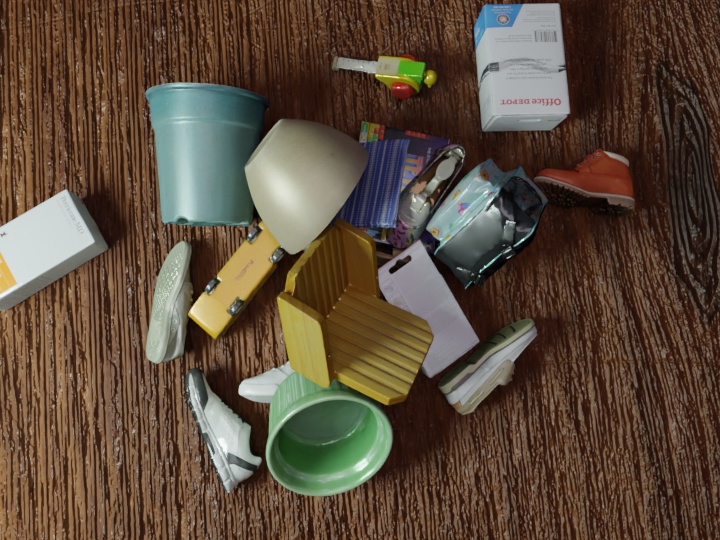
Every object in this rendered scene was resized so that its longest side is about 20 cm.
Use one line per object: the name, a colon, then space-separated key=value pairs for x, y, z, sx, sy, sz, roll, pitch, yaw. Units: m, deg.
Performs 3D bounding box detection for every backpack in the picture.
backpack: x=0.213 y=-0.087 z=1.000 sx=0.154 sy=0.198 sz=0.176 roll=49 pitch=126 yaw=10

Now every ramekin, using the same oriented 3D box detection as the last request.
ramekin: x=-0.053 y=0.242 z=0.949 sx=0.193 sy=0.099 sz=0.206 roll=-6 pitch=121 yaw=-10

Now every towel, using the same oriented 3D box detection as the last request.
towel: x=-0.010 y=-0.141 z=1.018 sx=0.195 sy=0.024 sz=0.150 roll=3 pitch=79 yaw=37

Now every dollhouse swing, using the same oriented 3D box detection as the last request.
dollhouse swing: x=0.008 y=0.058 z=0.889 sx=0.171 sy=0.186 sz=0.201 roll=11 pitch=39 yaw=22

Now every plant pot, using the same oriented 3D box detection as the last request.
plant pot: x=-0.246 y=-0.175 z=0.982 sx=0.193 sy=0.200 sz=0.204 roll=1 pitch=91 yaw=-5
plant pot: x=-0.099 y=-0.148 z=0.929 sx=0.133 sy=0.199 sz=0.203 roll=37 pitch=82 yaw=-19

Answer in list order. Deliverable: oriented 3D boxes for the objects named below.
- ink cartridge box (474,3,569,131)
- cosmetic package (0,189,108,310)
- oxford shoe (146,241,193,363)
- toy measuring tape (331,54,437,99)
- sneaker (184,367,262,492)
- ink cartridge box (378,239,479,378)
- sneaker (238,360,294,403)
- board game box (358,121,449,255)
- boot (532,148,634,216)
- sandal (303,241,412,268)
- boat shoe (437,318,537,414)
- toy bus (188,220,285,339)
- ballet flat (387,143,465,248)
ink cartridge box: x=0.287 y=-0.361 z=1.094 sx=0.139 sy=0.084 sz=0.208 roll=-2 pitch=83 yaw=-4
cosmetic package: x=-0.531 y=-0.032 z=0.994 sx=0.197 sy=0.071 sz=0.103 roll=-33 pitch=87 yaw=-8
oxford shoe: x=-0.308 y=0.054 z=1.014 sx=0.057 sy=0.074 sz=0.207 roll=19 pitch=71 yaw=-41
toy measuring tape: x=0.046 y=-0.350 z=1.095 sx=0.194 sy=0.073 sz=0.076 roll=12 pitch=82 yaw=20
sneaker: x=-0.227 y=0.251 z=0.997 sx=0.078 sy=0.073 sz=0.205 roll=-24 pitch=90 yaw=-22
ink cartridge box: x=0.106 y=0.064 z=1.036 sx=0.107 sy=0.050 sz=0.204 roll=-32 pitch=94 yaw=-8
sneaker: x=-0.106 y=0.169 z=1.016 sx=0.193 sy=0.075 sz=0.092 roll=-3 pitch=72 yaw=-12
board game box: x=0.061 y=-0.140 z=1.065 sx=0.159 sy=0.057 sz=0.207 roll=9 pitch=83 yaw=-3
boot: x=0.399 y=-0.169 z=1.093 sx=0.193 sy=0.075 sz=0.111 roll=9 pitch=80 yaw=-12
sandal: x=0.001 y=-0.001 z=1.033 sx=0.204 sy=0.078 sz=0.072 roll=5 pitch=77 yaw=-9
boat shoe: x=0.227 y=0.163 z=1.040 sx=0.198 sy=0.075 sz=0.069 roll=-37 pitch=93 yaw=-1
toy bus: x=-0.198 y=0.015 z=1.013 sx=0.065 sy=0.078 sz=0.202 roll=38 pitch=82 yaw=1
ballet flat: x=0.109 y=-0.130 z=1.005 sx=0.068 sy=0.071 sz=0.202 roll=36 pitch=82 yaw=-2
